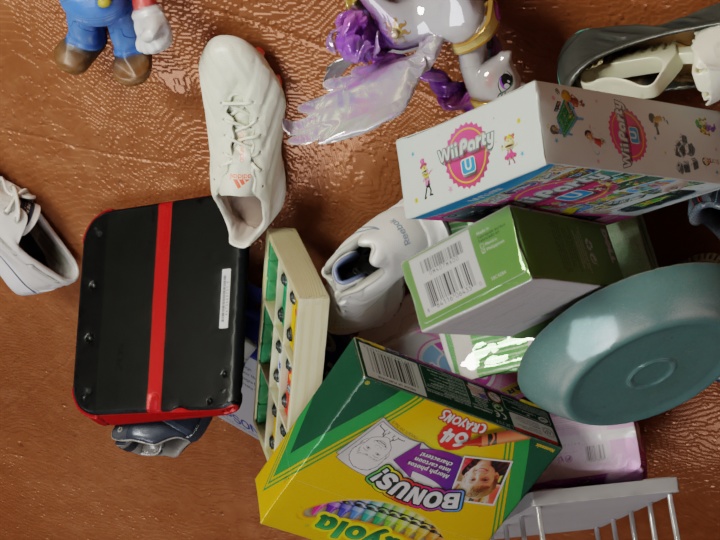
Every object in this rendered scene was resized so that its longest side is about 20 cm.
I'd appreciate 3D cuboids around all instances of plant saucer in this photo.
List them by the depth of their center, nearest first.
[{"bbox_3d":[0.222,0.068,1.424,0.199,0.036,0.200,-14,148,-9],"label":"plant saucer"}]

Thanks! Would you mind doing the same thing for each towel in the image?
[{"bbox_3d":[0.144,0.002,1.497,0.199,0.023,0.153,-18,92,27],"label":"towel"}]

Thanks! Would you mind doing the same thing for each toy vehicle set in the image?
[{"bbox_3d":[-0.062,0.080,1.577,0.026,0.124,0.201,-3,119,-16],"label":"toy vehicle set"}]

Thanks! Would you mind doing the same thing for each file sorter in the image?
[{"bbox_3d":[0.196,0.271,1.652,0.138,0.125,0.200,-3,164,-15],"label":"file sorter"}]

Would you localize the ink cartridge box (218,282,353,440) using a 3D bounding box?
[{"bbox_3d":[-0.076,0.102,1.712,0.199,0.041,0.201,25,145,33],"label":"ink cartridge box"}]

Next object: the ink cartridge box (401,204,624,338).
[{"bbox_3d":[0.132,0.006,1.388,0.104,0.060,0.200,-27,161,32],"label":"ink cartridge box"}]

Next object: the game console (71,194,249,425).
[{"bbox_3d":[-0.176,0.034,1.623,0.176,0.201,0.031,-6,163,25],"label":"game console"}]

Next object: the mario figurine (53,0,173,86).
[{"bbox_3d":[-0.219,-0.215,1.416,0.123,0.106,0.200,-18,146,-8],"label":"mario figurine"}]

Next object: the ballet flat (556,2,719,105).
[{"bbox_3d":[0.237,-0.150,1.331,0.199,0.069,0.068,-9,131,30],"label":"ballet flat"}]

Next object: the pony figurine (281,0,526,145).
[{"bbox_3d":[0.036,-0.179,1.340,0.192,0.167,0.201,-8,118,19],"label":"pony figurine"}]

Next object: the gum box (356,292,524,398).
[{"bbox_3d":[0.099,0.063,1.629,0.113,0.066,0.200,41,136,-22],"label":"gum box"}]

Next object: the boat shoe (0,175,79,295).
[{"bbox_3d":[-0.326,-0.054,1.683,0.065,0.074,0.200,-8,143,23],"label":"boat shoe"}]

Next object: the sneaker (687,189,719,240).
[{"bbox_3d":[0.325,-0.020,1.418,0.199,0.096,0.079,32,139,-14],"label":"sneaker"}]

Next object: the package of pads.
[{"bbox_3d":[0.158,0.171,1.655,0.199,0.076,0.121,-9,163,8],"label":"package of pads"}]

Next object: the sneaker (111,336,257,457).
[{"bbox_3d":[-0.209,0.086,1.686,0.202,0.147,0.077,28,179,31],"label":"sneaker"}]

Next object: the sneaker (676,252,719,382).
[{"bbox_3d":[0.242,0.066,1.532,0.199,0.070,0.108,-28,140,21],"label":"sneaker"}]

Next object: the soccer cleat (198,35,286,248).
[{"bbox_3d":[-0.097,-0.105,1.514,0.069,0.078,0.201,8,138,15],"label":"soccer cleat"}]

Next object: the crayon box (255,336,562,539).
[{"bbox_3d":[0.039,0.164,1.532,0.199,0.058,0.173,21,119,-25],"label":"crayon box"}]

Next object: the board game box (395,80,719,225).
[{"bbox_3d":[0.148,-0.078,1.325,0.199,0.065,0.147,4,164,-40],"label":"board game box"}]

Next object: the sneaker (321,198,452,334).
[{"bbox_3d":[0.000,0.000,1.522,0.075,0.087,0.200,58,147,15],"label":"sneaker"}]
